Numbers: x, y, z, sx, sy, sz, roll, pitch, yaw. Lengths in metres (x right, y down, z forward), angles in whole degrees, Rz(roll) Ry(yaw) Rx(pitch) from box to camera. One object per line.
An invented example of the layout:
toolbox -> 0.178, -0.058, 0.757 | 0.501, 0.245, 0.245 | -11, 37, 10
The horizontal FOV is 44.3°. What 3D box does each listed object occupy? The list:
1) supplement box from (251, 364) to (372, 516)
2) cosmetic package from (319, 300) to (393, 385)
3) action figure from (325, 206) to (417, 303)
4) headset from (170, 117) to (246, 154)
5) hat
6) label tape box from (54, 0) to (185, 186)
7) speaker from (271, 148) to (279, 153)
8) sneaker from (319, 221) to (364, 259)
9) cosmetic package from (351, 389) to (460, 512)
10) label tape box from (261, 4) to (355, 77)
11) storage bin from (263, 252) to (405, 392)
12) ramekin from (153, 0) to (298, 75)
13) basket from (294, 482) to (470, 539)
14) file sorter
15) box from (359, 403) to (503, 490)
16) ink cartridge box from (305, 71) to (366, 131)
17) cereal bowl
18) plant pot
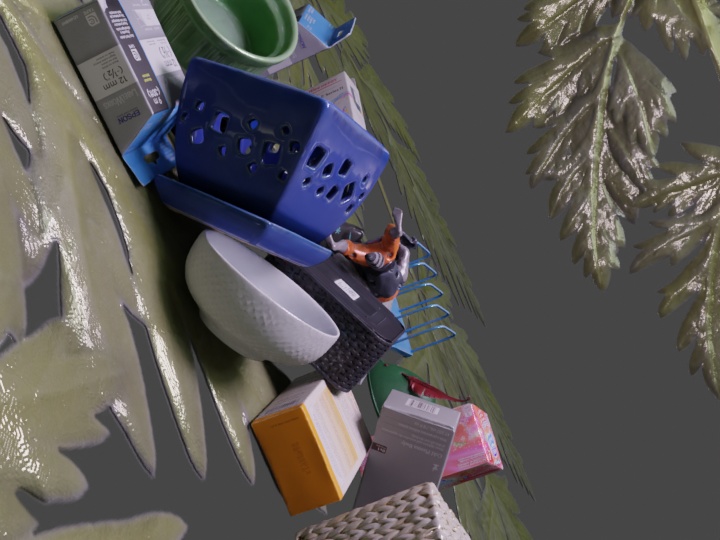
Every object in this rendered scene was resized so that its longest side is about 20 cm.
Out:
supplement box -> -0.057, 0.210, 1.133 | 0.126, 0.073, 0.200 | 67, 14, -3
cosmetic package -> -0.004, 0.100, 1.408 | 0.200, 0.074, 0.102 | -43, 146, -72
action figure -> 0.000, 0.000, 1.316 | 0.194, 0.200, 0.105 | 65, -1, -57
headset -> -0.180, -0.186, 1.203 | 0.200, 0.094, 0.124 | 39, 31, -41
hat -> 0.121, 0.209, 1.569 | 0.166, 0.176, 0.200 | 54, 20, -44
label tape box -> -0.254, -0.213, 1.031 | 0.200, 0.066, 0.143 | 64, 15, -12
speaker -> -0.124, -0.115, 1.331 | 0.200, 0.081, 0.081 | -81, 147, -62
sneaker -> -0.031, -0.004, 1.421 | 0.200, 0.079, 0.076 | 88, 10, -50
cosmetic package -> 0.058, 0.277, 1.211 | 0.090, 0.107, 0.201 | -33, 137, -76
label tape box -> -0.114, -0.393, 1.487 | 0.066, 0.200, 0.143 | 61, 16, -23
storage bin -> -0.049, 0.053, 1.189 | 0.200, 0.094, 0.135 | 42, 13, 6
ramekin -> -0.195, -0.358, 1.259 | 0.200, 0.098, 0.201 | 26, 49, -34
basket -> 0.044, 0.385, 1.027 | 0.198, 0.200, 0.161 | 58, 12, -36
file sorter -> 0.104, 0.058, 1.830 | 0.139, 0.122, 0.201 | 32, 40, -66
box -> 0.104, 0.285, 1.359 | 0.103, 0.199, 0.095 | 42, 30, -61
ink cartridge box -> -0.060, -0.316, 1.769 | 0.067, 0.117, 0.200 | 47, 26, -49
cereal bowl -> -0.126, 0.044, 1.031 | 0.200, 0.083, 0.200 | 38, 6, -5
plant pot -> -0.111, -0.118, 1.062 | 0.180, 0.200, 0.200 | -66, 155, -1
